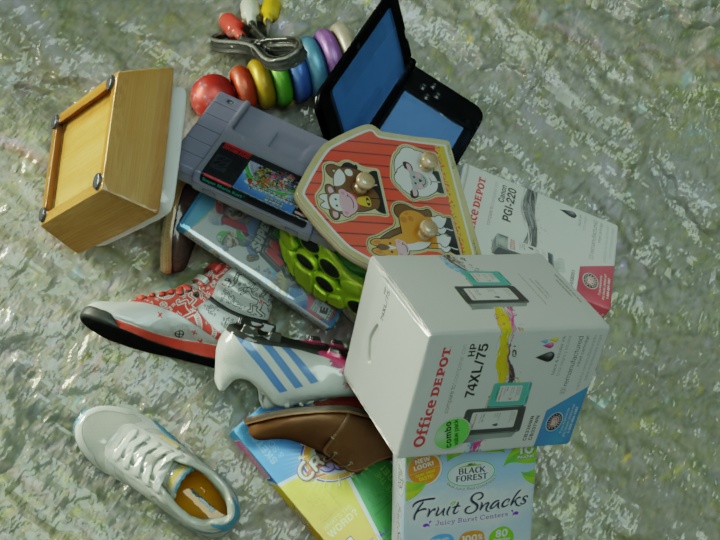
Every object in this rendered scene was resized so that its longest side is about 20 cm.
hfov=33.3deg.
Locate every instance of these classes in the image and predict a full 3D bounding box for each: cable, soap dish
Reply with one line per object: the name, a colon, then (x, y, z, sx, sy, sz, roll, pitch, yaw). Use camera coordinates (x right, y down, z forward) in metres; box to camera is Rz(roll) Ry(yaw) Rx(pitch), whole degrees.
cable: (-0.122, -0.267, 1.363, 0.097, 0.200, 0.050, -21, 116, -5)
soap dish: (-0.264, -0.116, 1.266, 0.081, 0.200, 0.158, 14, 71, -33)

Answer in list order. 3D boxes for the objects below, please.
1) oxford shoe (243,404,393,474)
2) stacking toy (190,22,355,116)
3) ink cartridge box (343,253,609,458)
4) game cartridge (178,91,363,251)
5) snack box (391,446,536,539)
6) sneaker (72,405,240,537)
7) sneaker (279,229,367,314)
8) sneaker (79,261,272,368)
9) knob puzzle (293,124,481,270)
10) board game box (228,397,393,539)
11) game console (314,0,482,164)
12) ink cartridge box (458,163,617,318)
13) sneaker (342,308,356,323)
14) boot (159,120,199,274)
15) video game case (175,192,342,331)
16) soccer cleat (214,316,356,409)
oxford shoe: (-0.023, 0.176, 1.260, 0.200, 0.071, 0.071, 5, 79, -11)
stacking toy: (-0.100, -0.223, 1.395, 0.200, 0.085, 0.086, -17, 79, -11)
ink cartridge box: (0.109, 0.080, 1.196, 0.200, 0.147, 0.146, -1, 31, -25)
game cartridge: (-0.089, -0.107, 1.277, 0.200, 0.038, 0.130, 25, 45, 4)
snack box: (0.105, 0.259, 1.259, 0.142, 0.053, 0.200, -5, 112, -14)
sneaker: (-0.208, 0.202, 1.251, 0.200, 0.081, 0.077, 33, 73, 0)
sneaker: (0.000, 0.000, 1.298, 0.200, 0.074, 0.084, 33, 44, 0)
sneaker: (-0.194, 0.038, 1.308, 0.201, 0.067, 0.108, 16, 71, -10)
knob puzzle: (0.028, -0.076, 1.257, 0.219, 0.030, 0.220, 13, 55, -19)
board game box: (-0.021, 0.204, 1.309, 0.153, 0.040, 0.200, -40, 85, -19)
game console: (0.049, -0.183, 1.374, 0.176, 0.116, 0.200, 32, 60, -1)
ink cartridge box: (0.182, -0.017, 1.365, 0.200, 0.085, 0.146, 21, 46, -4)
sneaker: (0.074, 0.049, 1.343, 0.199, 0.093, 0.070, 24, 71, -4)
boot: (-0.127, -0.071, 1.347, 0.166, 0.072, 0.200, 16, 68, -4)
video game case: (-0.082, -0.046, 1.325, 0.200, 0.018, 0.143, 35, 67, -10)
soccer cleat: (-0.060, 0.113, 1.277, 0.200, 0.070, 0.086, 17, 99, -14)
